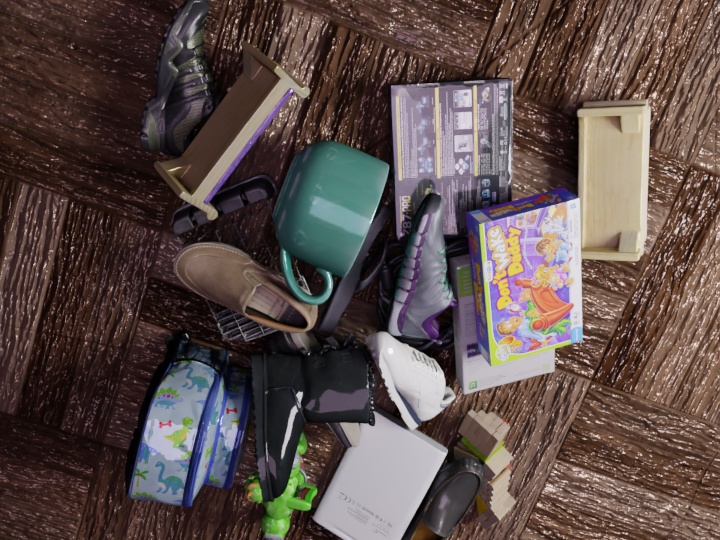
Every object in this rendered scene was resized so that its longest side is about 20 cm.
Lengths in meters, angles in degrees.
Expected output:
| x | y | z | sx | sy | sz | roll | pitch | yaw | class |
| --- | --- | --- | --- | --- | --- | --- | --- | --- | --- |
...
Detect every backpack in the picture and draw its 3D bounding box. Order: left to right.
| x | y | z | sx | sy | sz | roll | pitch | yaw | class |
| --- | --- | --- | --- | --- | --- | --- | --- | --- | --- |
| -0.220 | 0.206 | 0.915 | 0.144 | 0.200 | 0.186 | 14 | 103 | -5 | backpack |

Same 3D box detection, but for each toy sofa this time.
| x | y | z | sx | sy | sz | roll | pitch | yaw | class |
| --- | --- | --- | --- | --- | --- | --- | --- | --- | --- |
| -0.150 | -0.165 | 0.850 | 0.201 | 0.083 | 0.097 | -51 | 143 | 5 | toy sofa |
| 0.332 | -0.119 | 0.913 | 0.081 | 0.097 | 0.204 | 3 | 107 | 26 | toy sofa |

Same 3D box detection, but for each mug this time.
| x | y | z | sx | sy | sz | roll | pitch | yaw | class |
| --- | --- | --- | --- | --- | --- | --- | --- | --- | --- |
| -0.048 | -0.071 | 0.860 | 0.113 | 0.187 | 0.152 | 22 | 148 | -6 | mug |

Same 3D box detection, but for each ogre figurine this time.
| x | y | z | sx | sy | sz | roll | pitch | yaw | class |
| --- | --- | --- | --- | --- | --- | --- | --- | --- | --- |
| -0.109 | 0.293 | 0.983 | 0.097 | 0.120 | 0.202 | 28 | 102 | -9 | ogre figurine |

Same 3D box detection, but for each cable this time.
| x | y | z | sx | sy | sz | roll | pitch | yaw | class |
| --- | --- | --- | --- | --- | --- | --- | --- | --- | --- |
| 0.121 | 0.033 | 0.957 | 0.196 | 0.051 | 0.166 | -2 | 104 | -2 | cable |

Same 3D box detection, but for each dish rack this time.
| x | y | z | sx | sy | sz | roll | pitch | yaw | class |
| --- | --- | --- | --- | --- | --- | --- | --- | --- | --- |
| -0.156 | -0.010 | 0.937 | 0.151 | 0.055 | 0.203 | -21 | 106 | 5 | dish rack |

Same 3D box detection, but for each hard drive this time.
| x | y | z | sx | sy | sz | roll | pitch | yaw | class |
| --- | --- | --- | --- | --- | --- | --- | --- | --- | --- |
| 0.027 | 0.317 | 1.023 | 0.130 | 0.026 | 0.202 | 28 | 102 | 10 | hard drive |

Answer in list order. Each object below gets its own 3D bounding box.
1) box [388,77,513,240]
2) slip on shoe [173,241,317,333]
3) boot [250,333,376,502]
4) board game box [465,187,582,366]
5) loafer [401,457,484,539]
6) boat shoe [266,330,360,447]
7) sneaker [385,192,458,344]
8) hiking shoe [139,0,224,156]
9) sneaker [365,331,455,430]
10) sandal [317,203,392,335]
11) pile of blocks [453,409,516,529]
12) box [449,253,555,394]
| x | y | z | sx | sy | sz | roll | pitch | yaw | class |
| --- | --- | --- | --- | --- | --- | --- | --- | --- | --- |
| 0.119 | -0.145 | 0.912 | 0.158 | 0.049 | 0.204 | -5 | 105 | -2 | box |
| -0.147 | 0.027 | 0.889 | 0.198 | 0.061 | 0.077 | 29 | 104 | -11 | slip on shoe |
| -0.058 | 0.188 | 0.894 | 0.159 | 0.073 | 0.202 | -3 | 78 | -9 | boot |
| 0.211 | 0.011 | 0.881 | 0.132 | 0.045 | 0.203 | -15 | 116 | -9 | board game box |
| 0.119 | 0.359 | 1.010 | 0.072 | 0.073 | 0.202 | 26 | 116 | -3 | loafer |
| -0.065 | 0.168 | 0.981 | 0.062 | 0.073 | 0.202 | -26 | 99 | 13 | boat shoe |
| 0.094 | 0.000 | 0.889 | 0.086 | 0.075 | 0.203 | 15 | 119 | 1 | sneaker |
| -0.210 | -0.238 | 0.873 | 0.099 | 0.076 | 0.203 | 15 | 111 | -18 | hiking shoe |
| 0.069 | 0.138 | 0.948 | 0.079 | 0.077 | 0.201 | -25 | 137 | 5 | sneaker |
| 0.000 | 0.000 | 0.937 | 0.042 | 0.076 | 0.202 | 23 | 113 | -6 | sandal |
| 0.190 | 0.286 | 1.031 | 0.062 | 0.081 | 0.203 | -27 | 121 | -39 | pile of blocks |
| 0.197 | 0.064 | 0.947 | 0.142 | 0.036 | 0.203 | -12 | 118 | -10 | box |
